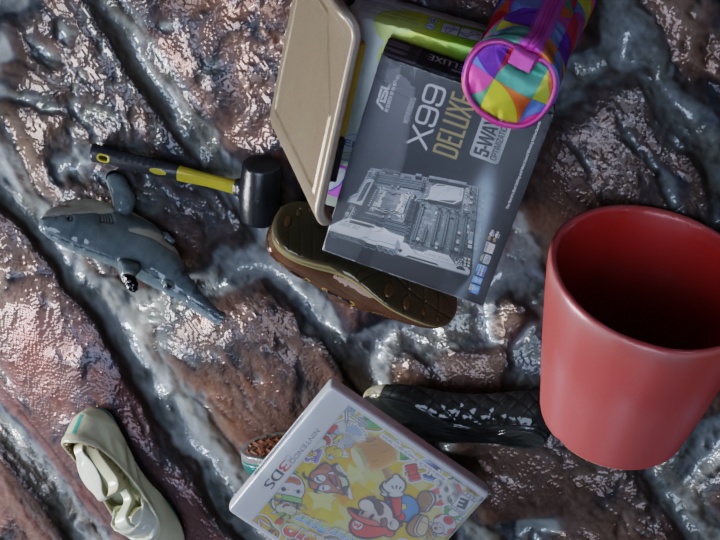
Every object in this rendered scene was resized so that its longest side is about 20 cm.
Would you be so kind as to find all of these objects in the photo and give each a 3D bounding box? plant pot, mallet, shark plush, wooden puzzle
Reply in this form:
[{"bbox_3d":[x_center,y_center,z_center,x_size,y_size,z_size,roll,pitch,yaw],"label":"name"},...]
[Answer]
[{"bbox_3d":[0.248,0.070,1.415,0.199,0.201,0.178,15,129,6],"label":"plant pot"},{"bbox_3d":[-0.168,-0.101,1.511,0.198,0.041,0.066,20,123,8],"label":"mallet"},{"bbox_3d":[-0.226,-0.002,1.547,0.091,0.083,0.200,-38,103,27],"label":"shark plush"},{"bbox_3d":[-0.036,-0.168,1.371,0.037,0.185,0.202,-2,122,-17],"label":"wooden puzzle"}]

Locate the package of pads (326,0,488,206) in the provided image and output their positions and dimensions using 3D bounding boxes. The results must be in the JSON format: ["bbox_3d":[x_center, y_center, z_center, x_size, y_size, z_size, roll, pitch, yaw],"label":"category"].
[{"bbox_3d":[0.041,-0.141,1.420,0.153,0.068,0.201,16,118,4],"label":"package of pads"}]

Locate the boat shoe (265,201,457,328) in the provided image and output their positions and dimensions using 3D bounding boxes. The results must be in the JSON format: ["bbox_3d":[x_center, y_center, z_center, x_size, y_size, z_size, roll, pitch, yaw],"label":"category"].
[{"bbox_3d":[0.000,0.000,1.509,0.199,0.072,0.068,26,153,-9],"label":"boat shoe"}]

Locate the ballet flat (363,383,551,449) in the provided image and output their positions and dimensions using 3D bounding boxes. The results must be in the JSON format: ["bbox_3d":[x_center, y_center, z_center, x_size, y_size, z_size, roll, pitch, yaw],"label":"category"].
[{"bbox_3d":[0.099,0.139,1.568,0.198,0.057,0.067,7,146,16],"label":"ballet flat"}]

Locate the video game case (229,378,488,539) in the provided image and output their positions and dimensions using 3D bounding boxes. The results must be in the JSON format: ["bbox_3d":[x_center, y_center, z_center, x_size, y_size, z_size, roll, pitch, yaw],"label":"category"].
[{"bbox_3d":[-0.002,0.230,1.574,0.199,0.023,0.182,35,111,-12],"label":"video game case"}]

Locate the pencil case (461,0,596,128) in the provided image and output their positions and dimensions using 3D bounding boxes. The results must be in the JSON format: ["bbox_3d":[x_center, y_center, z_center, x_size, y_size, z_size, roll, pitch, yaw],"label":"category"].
[{"bbox_3d":[0.143,-0.197,1.297,0.088,0.201,0.089,9,127,13],"label":"pencil case"}]

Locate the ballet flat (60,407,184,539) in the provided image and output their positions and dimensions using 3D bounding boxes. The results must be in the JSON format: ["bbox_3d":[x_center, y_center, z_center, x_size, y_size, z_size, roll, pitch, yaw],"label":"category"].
[{"bbox_3d":[-0.260,0.243,1.691,0.069,0.070,0.201,-22,110,23],"label":"ballet flat"}]

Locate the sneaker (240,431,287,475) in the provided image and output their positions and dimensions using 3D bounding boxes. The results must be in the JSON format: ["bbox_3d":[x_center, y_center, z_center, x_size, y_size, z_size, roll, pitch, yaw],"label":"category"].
[{"bbox_3d":[-0.028,0.221,1.619,0.198,0.071,0.081,6,114,9],"label":"sneaker"}]

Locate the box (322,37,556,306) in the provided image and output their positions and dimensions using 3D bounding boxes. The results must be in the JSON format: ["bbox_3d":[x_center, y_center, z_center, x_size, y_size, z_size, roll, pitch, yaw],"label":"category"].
[{"bbox_3d":[0.068,-0.086,1.375,0.156,0.050,0.201,19,120,1],"label":"box"}]
